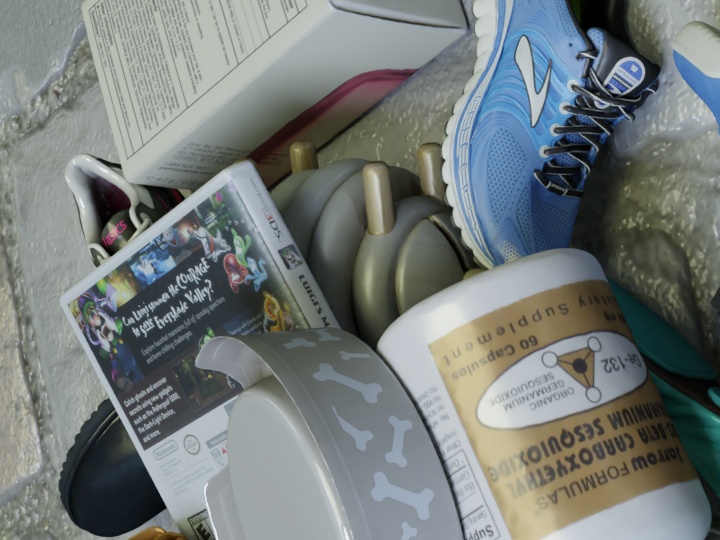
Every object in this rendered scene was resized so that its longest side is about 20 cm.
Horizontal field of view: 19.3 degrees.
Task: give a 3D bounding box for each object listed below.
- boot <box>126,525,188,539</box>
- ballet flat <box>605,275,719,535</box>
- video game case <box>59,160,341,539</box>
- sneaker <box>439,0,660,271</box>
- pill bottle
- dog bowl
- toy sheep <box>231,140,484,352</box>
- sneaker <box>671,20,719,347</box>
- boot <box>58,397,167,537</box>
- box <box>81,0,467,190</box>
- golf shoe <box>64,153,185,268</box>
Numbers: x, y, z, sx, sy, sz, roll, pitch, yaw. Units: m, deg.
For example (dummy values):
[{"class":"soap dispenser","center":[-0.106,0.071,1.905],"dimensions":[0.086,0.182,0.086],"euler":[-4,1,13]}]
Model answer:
[{"class":"boot","center":[-0.103,0.220,1.223],"dimensions":[0.144,0.071,0.201],"euler":[50,145,-2]},{"class":"ballet flat","center":[0.152,0.074,1.017],"dimensions":[0.200,0.067,0.071],"euler":[42,107,39]},{"class":"video game case","center":[-0.072,0.059,1.138],"dimensions":[0.200,0.023,0.182],"euler":[-32,85,51]},{"class":"sneaker","center":[0.099,-0.084,1.072],"dimensions":[0.089,0.078,0.201],"euler":[-5,73,40]},{"class":"pill bottle","center":[0.094,0.101,0.964],"dimensions":[0.114,0.114,0.201],"euler":[-35,72,39]},{"class":"dog bowl","center":[-0.014,0.118,1.003],"dimensions":[0.200,0.058,0.201],"euler":[49,148,46]},{"class":"toy sheep","center":[0.000,0.000,1.146],"dimensions":[0.199,0.138,0.139],"euler":[5,91,42]},{"class":"sneaker","center":[0.187,-0.020,0.982],"dimensions":[0.111,0.077,0.200],"euler":[-51,59,20]},{"class":"boot","center":[-0.092,0.132,1.269],"dimensions":[0.200,0.076,0.168],"euler":[-53,48,23]},{"class":"box","center":[-0.054,-0.147,1.226],"dimensions":[0.200,0.109,0.128],"euler":[-34,63,40]},{"class":"golf shoe","center":[-0.117,0.013,1.228],"dimensions":[0.077,0.088,0.200],"euler":[-42,50,6]}]
